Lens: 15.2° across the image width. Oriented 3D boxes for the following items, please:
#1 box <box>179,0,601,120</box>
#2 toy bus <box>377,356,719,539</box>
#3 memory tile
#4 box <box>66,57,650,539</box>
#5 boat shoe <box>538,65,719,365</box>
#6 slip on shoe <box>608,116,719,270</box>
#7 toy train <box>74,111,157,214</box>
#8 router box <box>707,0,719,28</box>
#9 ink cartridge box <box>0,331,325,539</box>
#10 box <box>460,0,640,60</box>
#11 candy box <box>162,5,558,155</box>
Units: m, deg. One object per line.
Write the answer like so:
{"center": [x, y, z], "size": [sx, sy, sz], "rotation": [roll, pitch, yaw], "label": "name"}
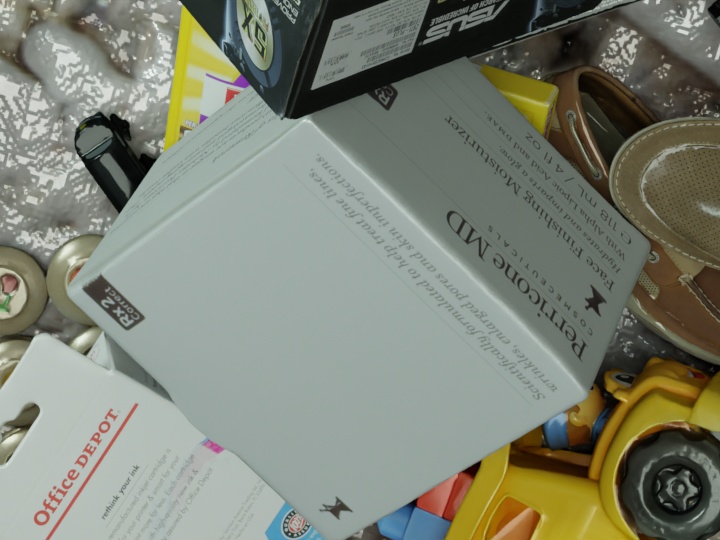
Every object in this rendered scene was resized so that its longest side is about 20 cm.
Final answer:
{"center": [0.005, -0.178, 1.253], "size": [0.164, 0.200, 0.086], "rotation": [50, 144, 24], "label": "box"}
{"center": [0.102, 0.120, 1.431], "size": [0.192, 0.136, 0.200], "rotation": [26, 100, 13], "label": "toy bus"}
{"center": [-0.212, 0.063, 1.477], "size": [0.199, 0.017, 0.154], "rotation": [-6, 102, 3], "label": "memory tile"}
{"center": [0.000, 0.000, 1.347], "size": [0.199, 0.131, 0.200], "rotation": [44, 131, -15], "label": "box"}
{"center": [0.159, -0.028, 1.402], "size": [0.200, 0.076, 0.072], "rotation": [42, 144, -7], "label": "boat shoe"}
{"center": [0.216, -0.020, 1.327], "size": [0.200, 0.061, 0.076], "rotation": [25, 105, 9], "label": "slip on shoe"}
{"center": [-0.088, 0.000, 1.443], "size": [0.034, 0.046, 0.200], "rotation": [-36, 98, 9], "label": "toy train"}
{"center": [0.303, -0.106, 1.402], "size": [0.157, 0.052, 0.200], "rotation": [-38, 98, 9], "label": "router box"}
{"center": [-0.116, 0.114, 1.438], "size": [0.200, 0.068, 0.115], "rotation": [31, 101, -17], "label": "ink cartridge box"}
{"center": [0.139, -0.160, 1.369], "size": [0.200, 0.110, 0.035], "rotation": [-18, 101, 6], "label": "box"}
{"center": [-0.003, -0.076, 1.400], "size": [0.200, 0.026, 0.102], "rotation": [17, 122, 10], "label": "candy box"}
